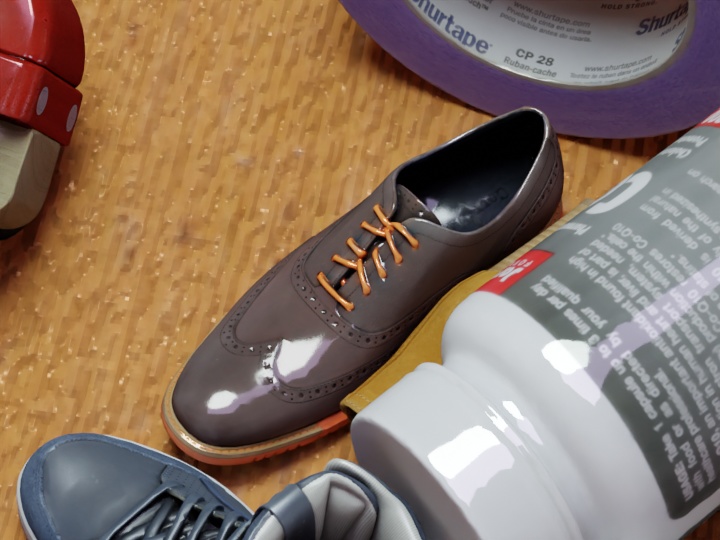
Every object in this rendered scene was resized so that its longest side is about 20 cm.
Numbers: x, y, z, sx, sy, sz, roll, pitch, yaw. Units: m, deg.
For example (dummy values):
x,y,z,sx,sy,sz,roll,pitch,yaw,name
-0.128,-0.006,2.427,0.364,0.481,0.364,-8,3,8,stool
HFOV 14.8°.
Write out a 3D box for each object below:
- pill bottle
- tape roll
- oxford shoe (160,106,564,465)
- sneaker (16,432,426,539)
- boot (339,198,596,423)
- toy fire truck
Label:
x,y,z,sx,sy,sz,roll,pitch,yaw,name
0.101,0.032,0.985,0.200,0.114,0.114,-36,64,-16,pill bottle
0.082,-0.150,1.127,0.199,0.200,0.085,17,59,10,tape roll
0.000,0.000,1.103,0.200,0.073,0.071,-39,66,-23,oxford shoe
-0.049,0.097,0.998,0.202,0.147,0.077,36,65,22,sneaker
0.101,0.081,1.067,0.144,0.071,0.201,-43,73,-13,boot
-0.188,-0.127,1.136,0.175,0.129,0.201,17,87,10,toy fire truck
